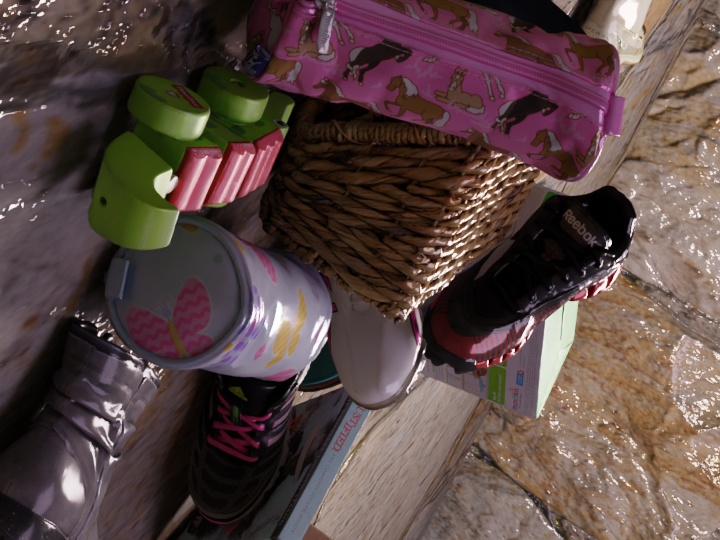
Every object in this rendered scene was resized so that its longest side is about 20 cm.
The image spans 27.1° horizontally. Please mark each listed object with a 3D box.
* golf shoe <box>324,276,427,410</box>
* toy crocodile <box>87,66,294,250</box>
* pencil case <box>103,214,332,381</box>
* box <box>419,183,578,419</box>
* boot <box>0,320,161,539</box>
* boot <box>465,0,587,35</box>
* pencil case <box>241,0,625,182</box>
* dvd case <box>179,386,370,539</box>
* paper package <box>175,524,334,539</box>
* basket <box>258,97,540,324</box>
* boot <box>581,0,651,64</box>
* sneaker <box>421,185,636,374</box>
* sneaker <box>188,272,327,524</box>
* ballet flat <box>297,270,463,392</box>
[{"bbox_3d":[0.000,0.000,1.061,0.092,0.072,0.202,46,36,-52],"label":"golf shoe"},{"bbox_3d":[-0.079,-0.058,0.757,0.068,0.061,0.200,-63,168,20],"label":"toy crocodile"},{"bbox_3d":[-0.079,0.018,0.874,0.084,0.090,0.200,-64,168,1],"label":"pencil case"},{"bbox_3d":[0.087,0.010,1.241,0.097,0.175,0.201,-58,159,-30],"label":"box"},{"bbox_3d":[-0.155,0.114,0.857,0.133,0.069,0.200,-61,173,-19],"label":"boot"},{"bbox_3d":[0.079,-0.193,0.835,0.169,0.198,0.077,-63,-153,28],"label":"boot"},{"bbox_3d":[0.039,-0.110,0.778,0.087,0.198,0.083,-91,-157,-49],"label":"pencil case"},{"bbox_3d":[-0.071,0.164,1.162,0.199,0.022,0.147,-24,-150,55],"label":"dvd case"},{"bbox_3d":[-0.092,0.304,1.250,0.200,0.189,0.104,-44,161,-47],"label":"paper package"},{"bbox_3d":[0.037,-0.088,0.954,0.200,0.142,0.150,-35,157,-56],"label":"basket"},{"bbox_3d":[0.312,-0.318,1.710,0.200,0.072,0.156,-34,149,-63],"label":"boot"},{"bbox_3d":[0.124,-0.001,1.051,0.199,0.071,0.098,-30,161,-32],"label":"sneaker"},{"bbox_3d":[-0.081,0.092,1.082,0.202,0.073,0.087,-66,167,7],"label":"sneaker"},{"bbox_3d":[0.012,0.046,1.180,0.068,0.069,0.199,11,147,-38],"label":"ballet flat"}]
